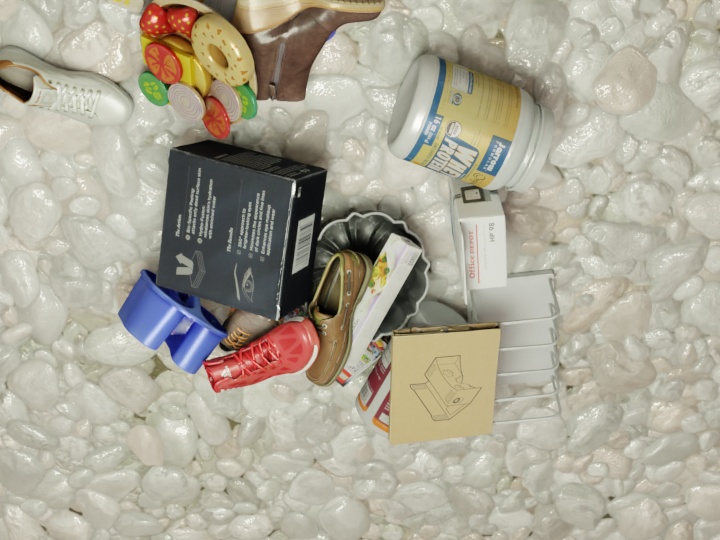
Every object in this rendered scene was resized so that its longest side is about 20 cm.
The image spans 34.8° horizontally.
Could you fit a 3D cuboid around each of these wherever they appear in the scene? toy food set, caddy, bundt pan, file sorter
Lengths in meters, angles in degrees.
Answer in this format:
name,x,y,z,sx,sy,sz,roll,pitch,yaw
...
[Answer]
name,x,y,z,sx,sy,sz,roll,pitch,yaw
toy food set,-0.217,-0.269,1.520,0.198,0.049,0.199,25,141,18
caddy,-0.270,0.064,1.681,0.141,0.200,0.106,35,90,-24
bundt pan,0.000,0.000,1.701,0.199,0.076,0.205,-4,109,-10
file sorter,0.239,0.123,1.770,0.137,0.125,0.202,-5,121,3

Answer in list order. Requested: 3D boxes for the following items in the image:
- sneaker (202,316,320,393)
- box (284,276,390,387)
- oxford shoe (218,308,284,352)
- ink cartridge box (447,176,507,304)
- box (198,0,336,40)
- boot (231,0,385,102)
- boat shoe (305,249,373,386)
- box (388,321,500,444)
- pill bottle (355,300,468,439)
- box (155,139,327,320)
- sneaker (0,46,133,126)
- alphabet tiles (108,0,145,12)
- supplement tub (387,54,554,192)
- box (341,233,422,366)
name,x,y,z,sx,sy,sz,roll,pitch,yaw
sneaker,-0.147,0.132,1.619,0.200,0.115,0.079,-37,77,47
box,-0.057,0.084,1.792,0.110,0.035,0.200,-40,114,19
oxford shoe,-0.166,0.087,1.701,0.071,0.200,0.073,34,72,-7
ink cartridge box,0.167,-0.053,1.619,0.066,0.201,0.117,-6,122,2
box,-0.121,-0.371,1.518,0.197,0.042,0.120,13,120,-11
boot,-0.070,-0.301,1.514,0.197,0.073,0.168,1,133,-3
boat shoe,-0.047,0.066,1.625,0.071,0.068,0.203,19,97,33
box,0.123,0.168,1.699,0.161,0.021,0.202,-4,122,-8
pill bottle,0.083,0.153,1.765,0.113,0.115,0.201,23,116,-14
box,-0.166,-0.061,1.596,0.198,0.117,0.199,15,108,18
sneaker,-0.410,-0.236,1.567,0.198,0.085,0.073,18,118,-13
alphabet tiles,-0.310,-0.392,1.445,0.193,0.015,0.200,17,158,-11
supplement tub,0.149,-0.196,1.565,0.198,0.145,0.146,18,119,-11
box,0.019,0.043,1.651,0.041,0.039,0.202,14,108,-52
